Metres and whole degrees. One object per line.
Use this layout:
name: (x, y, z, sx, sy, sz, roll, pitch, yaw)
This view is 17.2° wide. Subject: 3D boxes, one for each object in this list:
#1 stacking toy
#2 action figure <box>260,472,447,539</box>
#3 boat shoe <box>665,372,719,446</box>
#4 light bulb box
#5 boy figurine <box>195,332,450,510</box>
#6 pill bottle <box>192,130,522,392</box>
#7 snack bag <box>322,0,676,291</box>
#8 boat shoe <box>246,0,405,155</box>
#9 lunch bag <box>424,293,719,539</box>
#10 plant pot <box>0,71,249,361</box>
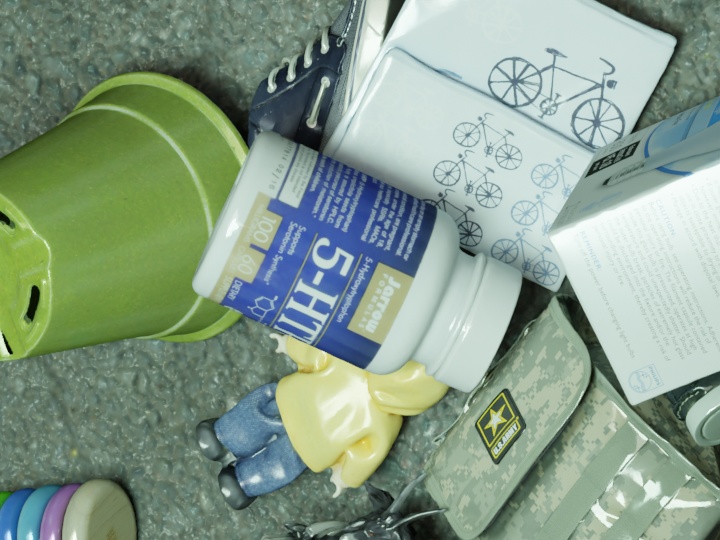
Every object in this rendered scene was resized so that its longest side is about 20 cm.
stacking toy: (-0.271, 0.199, 1.786, 0.199, 0.085, 0.086, -3, 94, 25)
action figure: (-0.011, 0.228, 1.647, 0.119, 0.102, 0.201, 52, 132, 39)
boat shoe: (0.285, 0.038, 1.536, 0.199, 0.076, 0.060, -26, 57, -9)
light bulb box: (0.245, -0.035, 1.486, 0.199, 0.198, 0.125, -24, 101, 21)
boy figurine: (-0.021, 0.092, 1.684, 0.199, 0.064, 0.125, -29, 86, 20)
pill bottle: (0.000, 0.000, 1.585, 0.199, 0.120, 0.120, 24, 104, -5)
snack bag: (0.096, -0.109, 1.606, 0.188, 0.021, 0.201, 27, 107, -5)
boat shoe: (-0.026, -0.140, 1.656, 0.092, 0.075, 0.201, 14, 101, 12)
lunch bag: (0.148, 0.136, 1.596, 0.200, 0.117, 0.164, 43, 111, 20)
plant pot: (-0.197, -0.020, 1.648, 0.199, 0.190, 0.201, 13, 113, 33)
